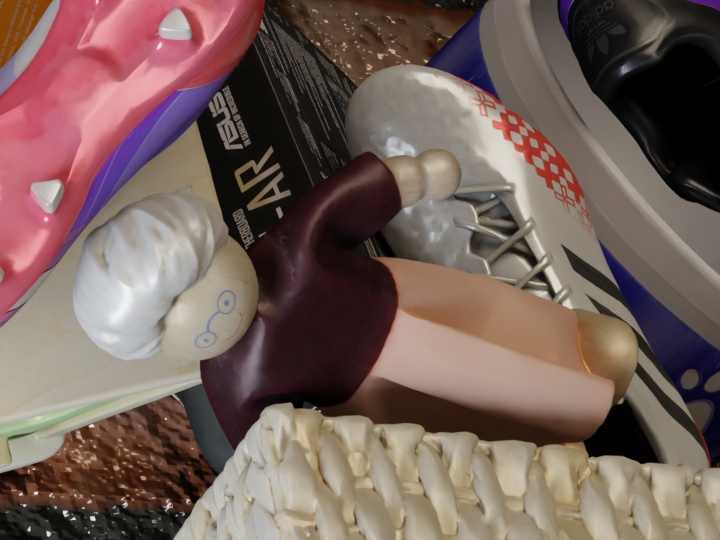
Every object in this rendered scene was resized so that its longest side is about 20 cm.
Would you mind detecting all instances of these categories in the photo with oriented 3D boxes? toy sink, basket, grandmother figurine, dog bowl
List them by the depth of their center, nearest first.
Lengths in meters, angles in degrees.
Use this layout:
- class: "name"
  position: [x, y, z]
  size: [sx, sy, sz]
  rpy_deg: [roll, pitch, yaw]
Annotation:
- class: "basket"
  position: [0.032, 0.171, 0.868]
  size: [0.198, 0.161, 0.200]
  rpy_deg: [10, 46, -24]
- class: "grandmother figurine"
  position: [-0.002, 0.018, 0.876]
  size: [0.200, 0.121, 0.061]
  rpy_deg: [15, 3, -39]
- class: "toy sink"
  position: [-0.148, 0.016, 0.938]
  size: [0.130, 0.200, 0.112]
  rpy_deg: [-12, 85, -38]
- class: "dog bowl"
  position: [0.107, -0.023, 1.123]
  size: [0.200, 0.079, 0.200]
  rpy_deg: [37, 26, -21]

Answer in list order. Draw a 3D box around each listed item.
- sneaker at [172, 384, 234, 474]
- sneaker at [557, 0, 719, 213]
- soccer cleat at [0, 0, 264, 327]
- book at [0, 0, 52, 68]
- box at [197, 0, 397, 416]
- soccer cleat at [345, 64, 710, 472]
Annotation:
- class: "sneaker"
  position: [-0.090, 0.001, 1.048]
  size: [0.088, 0.074, 0.200]
  rpy_deg: [-10, 51, -19]
- class: "sneaker"
  position: [0.148, -0.052, 1.068]
  size: [0.200, 0.070, 0.100]
  rpy_deg: [28, 38, -32]
- class: "soccer cleat"
  position: [-0.098, -0.027, 0.825]
  size: [0.067, 0.076, 0.200]
  rpy_deg: [36, 70, 13]
- class: "book"
  position: [-0.123, -0.115, 1.088]
  size: [0.200, 0.134, 0.048]
  rpy_deg: [-18, 58, -42]
- class: "box"
  position: [0.000, 0.000, 1.048]
  size: [0.160, 0.044, 0.200]
  rpy_deg: [40, 22, -51]
- class: "soccer cleat"
  position: [0.060, 0.017, 0.991]
  size: [0.200, 0.069, 0.085]
  rpy_deg: [58, 15, -11]
